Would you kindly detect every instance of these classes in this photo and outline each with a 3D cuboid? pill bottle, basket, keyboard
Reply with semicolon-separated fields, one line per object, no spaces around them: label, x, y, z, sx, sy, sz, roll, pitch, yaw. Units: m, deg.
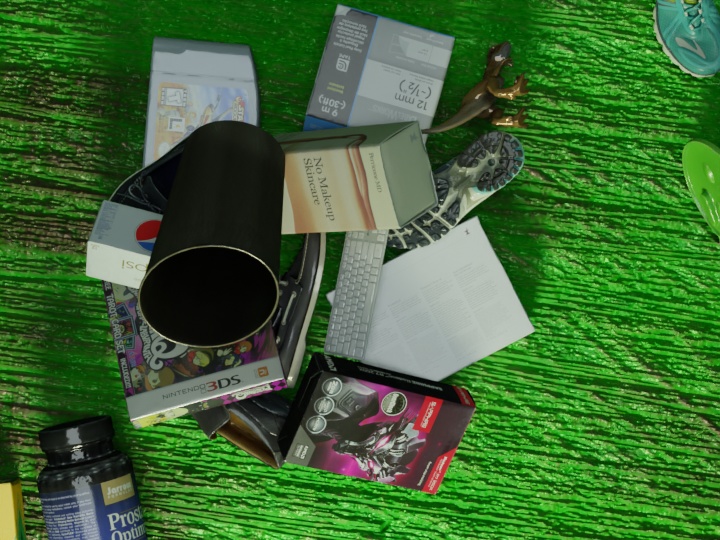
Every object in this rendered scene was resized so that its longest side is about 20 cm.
pill bottle;-0.309;0.273;1.733;0.111;0.112;0.201;-12;92;0
basket;-0.146;-0.048;1.586;0.136;0.180;0.200;23;48;-19
keyboard;0.000;0.000;1.721;0.056;0.011;0.201;7;84;39

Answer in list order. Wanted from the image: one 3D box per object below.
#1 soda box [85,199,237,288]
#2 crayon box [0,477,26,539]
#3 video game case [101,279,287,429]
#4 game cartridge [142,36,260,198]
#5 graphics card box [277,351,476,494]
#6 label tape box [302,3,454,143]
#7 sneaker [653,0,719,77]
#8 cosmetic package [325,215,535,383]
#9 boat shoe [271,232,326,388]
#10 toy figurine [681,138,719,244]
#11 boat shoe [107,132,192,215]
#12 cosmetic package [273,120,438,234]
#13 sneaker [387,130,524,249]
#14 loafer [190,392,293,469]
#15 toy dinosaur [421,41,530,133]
soda box;-0.201;-0.012;1.681;0.199;0.068;0.064;15;52;-2
crayon box;-0.491;0.339;1.759;0.199;0.058;0.173;-6;91;-1
video game case;-0.193;0.063;1.727;0.181;0.036;0.201;-14;66;-2
game cartridge;-0.184;-0.168;1.763;0.133;0.042;0.201;5;91;3
graphics card box;0.019;0.175;1.718;0.199;0.051;0.126;16;111;-21
label tape box;0.015;-0.191;1.750;0.143;0.066;0.201;16;90;-1
sneaker;0.374;-0.319;1.743;0.077;0.080;0.201;-19;92;0
cosmetic package;0.081;0.048;1.763;0.200;0.052;0.151;-27;93;1
boat shoe;-0.083;0.035;1.751;0.063;0.073;0.201;13;96;-4
toy figurine;0.496;-0.103;1.739;0.184;0.150;0.200;-28;114;-9
boat shoe;-0.228;-0.086;1.716;0.200;0.062;0.075;-40;103;14
cosmetic package;-0.027;-0.101;1.681;0.200;0.087;0.104;-3;110;36
sneaker;0.107;-0.089;1.746;0.200;0.086;0.078;-30;88;15
loafer;-0.161;0.161;1.741;0.199;0.073;0.072;22;51;1
toy dinosaur;0.134;-0.187;1.712;0.106;0.200;0.061;9;131;36
